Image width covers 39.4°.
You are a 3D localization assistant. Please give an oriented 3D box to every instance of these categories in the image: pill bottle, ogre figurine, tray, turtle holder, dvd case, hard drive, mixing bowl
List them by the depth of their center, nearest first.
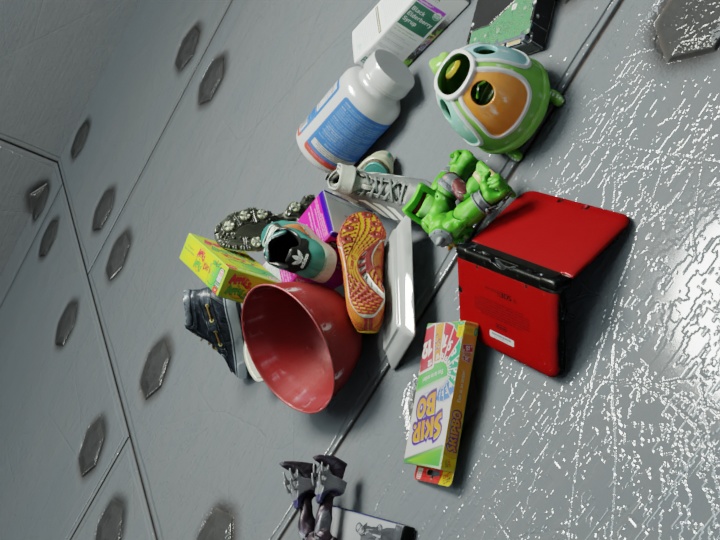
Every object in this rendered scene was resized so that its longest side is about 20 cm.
[{"bbox_3d":[-0.013,0.391,1.309,0.200,0.025,0.151,-5,67,56],"label":"dvd case"},{"bbox_3d":[0.123,-0.096,1.326,0.120,0.098,0.200,-46,40,7],"label":"ogre figurine"},{"bbox_3d":[0.167,-0.245,1.330,0.141,0.132,0.186,-42,40,37],"label":"turtle holder"},{"bbox_3d":[0.049,0.027,1.407,0.107,0.022,0.200,114,160,-55],"label":"tray"},{"bbox_3d":[0.223,-0.395,1.430,0.140,0.038,0.201,-5,66,56],"label":"hard drive"},{"bbox_3d":[-0.069,0.094,1.462,0.200,0.108,0.201,28,130,38],"label":"mixing bowl"},{"bbox_3d":[-0.006,-0.256,1.621,0.200,0.112,0.112,-44,38,33],"label":"pill bottle"}]

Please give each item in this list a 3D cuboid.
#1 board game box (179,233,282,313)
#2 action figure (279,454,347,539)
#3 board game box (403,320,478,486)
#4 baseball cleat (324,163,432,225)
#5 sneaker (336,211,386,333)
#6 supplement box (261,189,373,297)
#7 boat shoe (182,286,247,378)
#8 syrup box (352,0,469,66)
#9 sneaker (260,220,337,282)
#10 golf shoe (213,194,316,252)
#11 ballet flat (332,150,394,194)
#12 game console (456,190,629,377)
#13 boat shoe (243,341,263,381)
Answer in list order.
[{"bbox_3d":[-0.203,0.002,1.575,0.200,0.101,0.048,34,104,59],"label":"board game box"},{"bbox_3d":[-0.062,0.349,1.325,0.130,0.069,0.201,-25,54,36],"label":"action figure"},{"bbox_3d":[0.099,0.164,1.256,0.095,0.030,0.201,-12,68,64],"label":"board game box"},{"bbox_3d":[0.025,-0.112,1.463,0.200,0.106,0.070,10,85,47],"label":"baseball cleat"},{"bbox_3d":[0.000,0.000,1.440,0.077,0.073,0.200,95,178,-53],"label":"sneaker"},{"bbox_3d":[-0.068,-0.010,1.571,0.200,0.101,0.104,-49,37,30],"label":"supplement box"},{"bbox_3d":[-0.240,0.103,1.685,0.071,0.091,0.201,-93,-1,-52],"label":"boat shoe"},{"bbox_3d":[0.078,-0.406,1.618,0.200,0.079,0.082,-40,40,37],"label":"syrup box"},{"bbox_3d":[-0.111,-0.040,1.480,0.200,0.080,0.072,27,95,58],"label":"sneaker"},{"bbox_3d":[-0.149,-0.060,1.659,0.077,0.200,0.088,66,151,19],"label":"golf shoe"},{"bbox_3d":[-0.011,-0.114,1.607,0.200,0.067,0.062,-42,11,30],"label":"ballet flat"},{"bbox_3d":[0.216,0.011,1.206,0.200,0.118,0.173,26,124,59],"label":"game console"},{"bbox_3d":[-0.156,0.096,1.673,0.075,0.062,0.200,-28,55,23],"label":"boat shoe"}]
